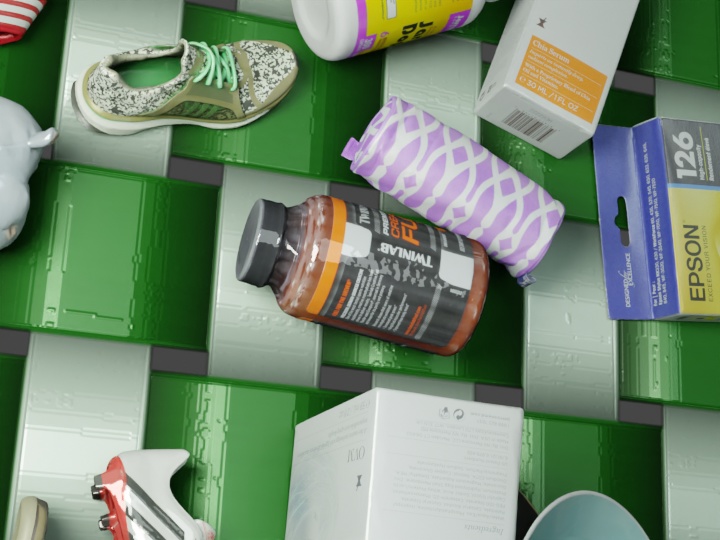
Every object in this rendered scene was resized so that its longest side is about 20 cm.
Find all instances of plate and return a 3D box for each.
[{"bbox_3d":[0.164,0.261,0.921,0.200,0.026,0.201,15,67,-41],"label":"plate"}]

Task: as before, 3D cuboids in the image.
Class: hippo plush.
[{"bbox_3d":[-0.333,-0.092,0.975,0.161,0.159,0.201,8,87,-49],"label":"hippo plush"}]

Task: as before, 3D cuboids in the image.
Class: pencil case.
[{"bbox_3d":[0.086,-0.073,1.129,0.200,0.085,0.084,34,71,-9],"label":"pencil case"}]

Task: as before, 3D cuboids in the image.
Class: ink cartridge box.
[{"bbox_3d":[0.328,-0.049,1.233,0.200,0.047,0.198,3,76,-22],"label":"ink cartridge box"}]

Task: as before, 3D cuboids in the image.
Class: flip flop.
[{"bbox_3d":[-0.276,0.254,0.911,0.057,0.081,0.200,23,65,-18],"label":"flip flop"}]

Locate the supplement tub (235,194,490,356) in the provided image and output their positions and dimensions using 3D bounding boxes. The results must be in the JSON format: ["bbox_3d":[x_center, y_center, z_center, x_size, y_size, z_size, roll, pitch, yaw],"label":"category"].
[{"bbox_3d":[0.000,0.000,1.066,0.200,0.107,0.107,15,71,-16],"label":"supplement tub"}]

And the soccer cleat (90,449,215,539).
[{"bbox_3d":[-0.146,0.232,0.973,0.085,0.069,0.200,-12,75,-18],"label":"soccer cleat"}]

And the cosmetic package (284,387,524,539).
[{"bbox_3d":[0.023,0.208,0.967,0.123,0.199,0.200,9,72,-18],"label":"cosmetic package"}]

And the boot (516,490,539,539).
[{"bbox_3d":[0.158,0.237,1.042,0.077,0.138,0.200,-34,88,-25],"label":"boot"}]

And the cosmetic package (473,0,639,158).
[{"bbox_3d":[0.193,-0.221,1.216,0.101,0.071,0.200,26,68,-12],"label":"cosmetic package"}]

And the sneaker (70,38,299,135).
[{"bbox_3d":[-0.138,-0.163,1.070,0.200,0.089,0.077,-15,81,-23],"label":"sneaker"}]

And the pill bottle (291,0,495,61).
[{"bbox_3d":[0.044,-0.262,1.154,0.200,0.104,0.104,-19,83,-23],"label":"pill bottle"}]

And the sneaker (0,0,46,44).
[{"bbox_3d":[-0.349,-0.252,1.025,0.200,0.078,0.116,23,68,-11],"label":"sneaker"}]
